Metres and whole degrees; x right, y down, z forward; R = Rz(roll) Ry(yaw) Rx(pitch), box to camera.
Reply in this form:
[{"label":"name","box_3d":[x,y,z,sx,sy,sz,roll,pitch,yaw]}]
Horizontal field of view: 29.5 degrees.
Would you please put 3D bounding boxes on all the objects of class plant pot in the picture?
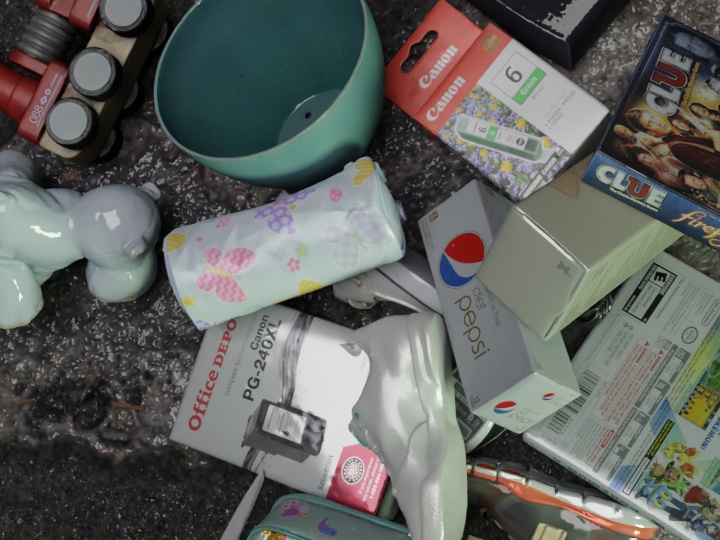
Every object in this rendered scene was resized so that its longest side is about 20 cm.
[{"label":"plant pot","box_3d":[-0.058,-0.150,1.186,0.200,0.135,0.200,-12,60,22]}]

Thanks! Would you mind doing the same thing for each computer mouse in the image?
[{"label":"computer mouse","box_3d":[0.129,0.071,1.151,0.200,0.044,0.110,-56,42,8]}]

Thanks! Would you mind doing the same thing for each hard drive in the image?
[{"label":"hard drive","box_3d":[0.147,-0.286,1.207,0.200,0.042,0.135,42,94,18]}]

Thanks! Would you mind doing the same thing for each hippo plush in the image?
[{"label":"hippo plush","box_3d":[-0.260,-0.049,1.241,0.161,0.200,0.159,-2,43,-5]}]

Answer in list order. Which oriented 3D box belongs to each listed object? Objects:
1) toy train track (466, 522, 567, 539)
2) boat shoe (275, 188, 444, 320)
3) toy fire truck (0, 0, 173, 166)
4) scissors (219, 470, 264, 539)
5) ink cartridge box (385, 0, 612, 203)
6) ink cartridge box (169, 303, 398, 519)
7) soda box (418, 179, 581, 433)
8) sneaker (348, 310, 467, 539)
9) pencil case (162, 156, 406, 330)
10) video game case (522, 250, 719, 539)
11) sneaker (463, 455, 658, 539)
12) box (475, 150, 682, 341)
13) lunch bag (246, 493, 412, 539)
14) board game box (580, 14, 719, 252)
[{"label":"toy train track","box_3d":[0.175,0.262,1.093,0.200,0.115,0.033,18,44,3]},{"label":"boat shoe","box_3d":[0.000,0.000,1.194,0.200,0.072,0.066,30,105,13]},{"label":"toy fire truck","box_3d":[-0.298,-0.212,1.297,0.200,0.129,0.176,25,89,8]},{"label":"scissors","box_3d":[-0.128,0.250,1.177,0.073,0.014,0.200,16,114,14]},{"label":"ink cartridge box","box_3d":[0.109,-0.150,1.193,0.200,0.050,0.109,40,94,17]},{"label":"ink cartridge box","box_3d":[-0.046,0.113,1.180,0.200,0.083,0.145,18,87,17]},{"label":"soda box","box_3d":[0.110,0.027,1.112,0.068,0.064,0.200,-37,48,28]},{"label":"sneaker","box_3d":[0.033,0.136,1.085,0.088,0.075,0.200,-9,77,16]},{"label":"pencil case","box_3d":[-0.062,-0.022,1.127,0.200,0.083,0.091,-21,88,6]},{"label":"video game case","box_3d":[0.260,0.102,1.099,0.182,0.022,0.200,32,74,18]},{"label":"sneaker","box_3d":[0.138,0.207,1.120,0.200,0.077,0.082,16,93,18]},{"label":"box","box_3d":[0.192,-0.039,1.074,0.078,0.095,0.200,44,50,18]},{"label":"lunch bag","box_3d":[-0.019,0.291,1.118,0.160,0.077,0.200,13,115,14]},{"label":"board game box","box_3d":[0.266,-0.109,1.072,0.135,0.035,0.200,27,48,5]}]
